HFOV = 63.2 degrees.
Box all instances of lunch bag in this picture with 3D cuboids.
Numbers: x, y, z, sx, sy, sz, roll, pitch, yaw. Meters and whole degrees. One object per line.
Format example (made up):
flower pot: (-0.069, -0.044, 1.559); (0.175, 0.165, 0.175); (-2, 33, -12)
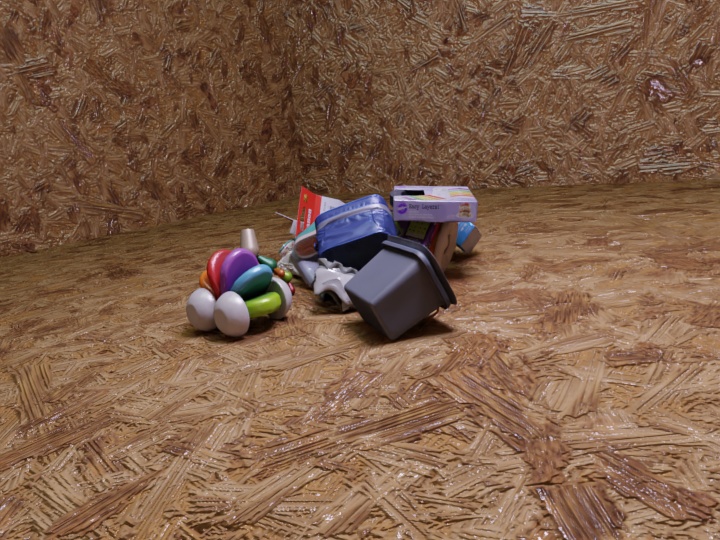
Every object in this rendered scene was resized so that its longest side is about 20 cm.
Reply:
lunch bag: (-0.014, -0.070, 1.311); (0.194, 0.137, 0.135); (-16, 49, 9)

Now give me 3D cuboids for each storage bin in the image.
storage bin: (0.063, 0.042, 1.049); (0.133, 0.148, 0.199); (-36, 19, -9)

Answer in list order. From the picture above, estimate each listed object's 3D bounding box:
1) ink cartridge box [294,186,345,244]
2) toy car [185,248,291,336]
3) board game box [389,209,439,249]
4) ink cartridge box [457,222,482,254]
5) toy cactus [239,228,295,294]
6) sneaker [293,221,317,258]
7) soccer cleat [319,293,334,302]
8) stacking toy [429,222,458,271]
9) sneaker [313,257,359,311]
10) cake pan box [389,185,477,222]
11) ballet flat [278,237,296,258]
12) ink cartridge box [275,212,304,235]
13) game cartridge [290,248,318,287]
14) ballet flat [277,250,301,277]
ink cartridge box: (-0.094, -0.117, 1.567); (0.046, 0.166, 0.198); (-1, -14, 31)
toy car: (-0.241, 0.033, 1.152); (0.195, 0.156, 0.173); (4, 15, 38)
board game box: (0.079, -0.079, 1.372); (0.196, 0.123, 0.032); (17, -18, 39)
ink cartridge box: (0.224, -0.136, 1.574); (0.199, 0.067, 0.115); (40, 7, 23)
toy cactus: (-0.248, -0.006, 1.337); (0.193, 0.171, 0.102); (-5, -9, -19)
sneaker: (-0.072, -0.099, 1.415); (0.194, 0.073, 0.081); (-18, 33, 6)
soccer cleat: (0.001, 0.039, 1.267); (0.192, 0.066, 0.085); (-3, 42, -7)
stacking toy: (0.132, -0.087, 1.424); (0.194, 0.151, 0.145); (17, 20, 21)
sneaker: (-0.005, 0.048, 1.196); (0.193, 0.091, 0.074); (16, -16, -5)
cake pan box: (0.163, -0.155, 1.350); (0.192, 0.054, 0.185); (1, 16, 4)
ballet flat: (-0.186, -0.057, 1.696); (0.076, 0.064, 0.200); (-48, 2, 9)
ink cartridge box: (-0.136, -0.101, 1.703); (0.173, 0.046, 0.198); (19, -2, 37)
game cartridge: (-0.072, -0.028, 1.468); (0.195, 0.042, 0.134); (-14, 54, -33)
ballet flat: (-0.166, -0.020, 1.560); (0.070, 0.075, 0.197); (-15, 15, -36)
